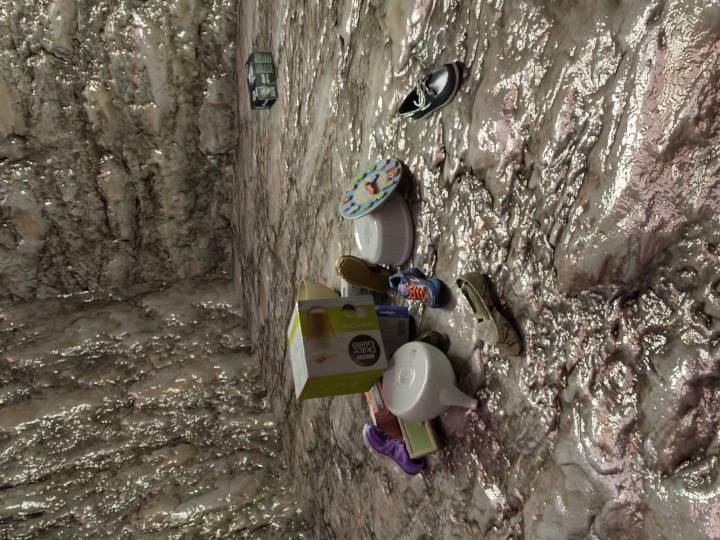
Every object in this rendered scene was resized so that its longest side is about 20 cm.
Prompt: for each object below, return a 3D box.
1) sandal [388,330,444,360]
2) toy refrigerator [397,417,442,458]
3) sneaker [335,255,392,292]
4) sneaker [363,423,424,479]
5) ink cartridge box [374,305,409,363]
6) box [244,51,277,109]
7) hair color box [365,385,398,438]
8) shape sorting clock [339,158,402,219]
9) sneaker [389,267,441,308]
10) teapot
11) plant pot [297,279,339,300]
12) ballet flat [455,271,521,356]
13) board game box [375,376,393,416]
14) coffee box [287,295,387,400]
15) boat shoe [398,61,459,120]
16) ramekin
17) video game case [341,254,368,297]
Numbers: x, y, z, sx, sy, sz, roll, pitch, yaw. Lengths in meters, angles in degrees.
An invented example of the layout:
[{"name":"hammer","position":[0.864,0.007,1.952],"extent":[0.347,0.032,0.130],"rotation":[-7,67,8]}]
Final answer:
[{"name":"sandal","position":[0.145,0.192,1.473],"extent":[0.200,0.082,0.055],"rotation":[-51,12,48]},{"name":"toy refrigerator","position":[0.138,0.375,1.517],"extent":[0.070,0.076,0.201],"rotation":[40,-150,-64]},{"name":"sneaker","position":[0.000,0.000,1.602],"extent":[0.075,0.200,0.090],"rotation":[-57,38,11]},{"name":"sneaker","position":[0.095,0.482,1.616],"extent":[0.083,0.200,0.081],"rotation":[-48,8,29]},{"name":"ink cartridge box","position":[0.071,0.180,1.587],"extent":[0.042,0.119,0.201],"rotation":[-72,-17,-66]},{"name":"box","position":[-0.423,-0.804,2.497],"extent":[0.164,0.086,0.201],"rotation":[179,83,-68]},{"name":"hair color box","position":[0.060,0.404,1.695],"extent":[0.200,0.064,0.111],"rotation":[81,171,-49]},{"name":"shape sorting clock","position":[0.023,-0.211,1.499],"extent":[0.039,0.200,0.200],"rotation":[47,179,-34]},{"name":"sneaker","position":[0.134,0.049,1.430],"extent":[0.200,0.078,0.076],"rotation":[-152,55,-64]},{"name":"teapot","position":[0.154,0.270,1.386],"extent":[0.197,0.146,0.200],"rotation":[-45,36,32]},{"name":"plant pot","position":[-0.142,0.134,2.064],"extent":[0.200,0.134,0.201],"rotation":[-177,90,-74]},{"name":"ballet flat","position":[0.243,0.090,1.175],"extent":[0.068,0.075,0.200],"rotation":[111,144,-50]},{"name":"board game box","position":[0.088,0.342,1.584],"extent":[0.103,0.019,0.200],"rotation":[70,-168,20]},{"name":"coffee box","position":[-0.065,0.198,1.483],"extent":[0.200,0.199,0.198],"rotation":[116,147,-59]},{"name":"boat shoe","position":[0.143,-0.383,1.263],"extent":[0.200,0.062,0.075],"rotation":[163,100,-68]},{"name":"ramekin","position":[0.054,-0.107,1.549],"extent":[0.202,0.094,0.203],"rotation":[171,90,-68]},{"name":"video game case","position":[-0.013,0.062,1.716],"extent":[0.200,0.024,0.183],"rotation":[-43,-45,-66]}]
